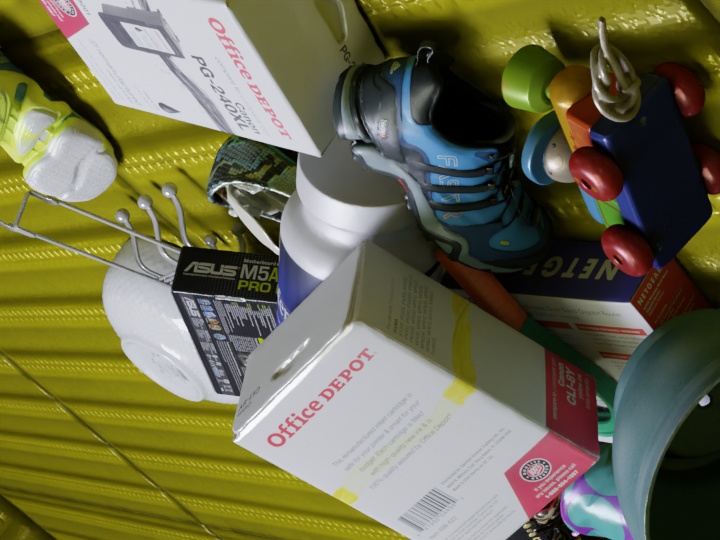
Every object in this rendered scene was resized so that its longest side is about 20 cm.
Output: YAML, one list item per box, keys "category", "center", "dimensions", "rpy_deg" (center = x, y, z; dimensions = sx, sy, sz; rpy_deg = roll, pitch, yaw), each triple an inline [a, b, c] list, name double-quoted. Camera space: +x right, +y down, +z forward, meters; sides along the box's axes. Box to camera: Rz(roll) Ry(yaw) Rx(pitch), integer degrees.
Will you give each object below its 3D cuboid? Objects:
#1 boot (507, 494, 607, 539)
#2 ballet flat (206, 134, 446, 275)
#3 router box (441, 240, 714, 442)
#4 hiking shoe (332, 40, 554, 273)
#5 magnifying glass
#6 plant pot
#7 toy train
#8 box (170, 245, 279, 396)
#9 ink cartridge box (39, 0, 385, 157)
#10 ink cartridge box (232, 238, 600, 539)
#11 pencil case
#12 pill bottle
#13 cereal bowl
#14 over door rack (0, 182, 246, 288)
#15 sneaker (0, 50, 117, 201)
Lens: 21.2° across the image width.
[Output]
- category: "boot"
  center: [0.176, 0.236, 1.704]
  dimensions: [0.199, 0.073, 0.151]
  rpy_deg: [29, 159, 29]
- category: "ballet flat"
  center: [-0.029, -0.029, 1.436]
  dimensions: [0.199, 0.074, 0.074]
  rpy_deg: [29, 159, 13]
- category: "router box"
  center: [0.176, 0.055, 1.338]
  dimensions: [0.199, 0.049, 0.180]
  rpy_deg: [5, 144, 52]
- category: "hiking shoe"
  center: [0.070, -0.063, 1.211]
  dimensions: [0.086, 0.075, 0.200]
  rpy_deg: [-15, 141, 39]
- category: "magnifying glass"
  center: [0.117, 0.048, 1.318]
  dimensions: [0.079, 0.022, 0.200]
  rpy_deg: [4, 146, 52]
- category: "plant pot"
  center: [0.237, 0.102, 1.191]
  dimensions: [0.200, 0.200, 0.134]
  rpy_deg: [47, -178, -30]
- category: "toy train"
  center: [0.123, -0.095, 1.067]
  dimensions: [0.115, 0.085, 0.200]
  rpy_deg: [34, 164, 40]
- category: "box"
  center: [-0.062, 0.053, 1.622]
  dimensions: [0.159, 0.045, 0.200]
  rpy_deg: [5, 152, 11]
- category: "ink cartridge box"
  center: [-0.103, -0.164, 1.231]
  dimensions: [0.199, 0.084, 0.146]
  rpy_deg: [17, 153, 39]
- category: "ink cartridge box"
  center: [0.037, 0.091, 1.272]
  dimensions: [0.199, 0.084, 0.145]
  rpy_deg: [31, 127, -20]
- category: "pencil case"
  center: [0.255, 0.198, 1.477]
  dimensions: [0.199, 0.085, 0.093]
  rpy_deg: [22, 128, 31]
- category: "pill bottle"
  center: [0.000, 0.000, 1.330]
  dimensions: [0.115, 0.116, 0.201]
  rpy_deg: [25, 136, 22]
- category: "cereal bowl"
  center: [-0.166, 0.062, 1.820]
  dimensions: [0.199, 0.084, 0.200]
  rpy_deg: [30, 158, 13]
- category: "over door rack"
  center: [-0.212, -0.037, 1.636]
  dimensions: [0.198, 0.067, 0.148]
  rpy_deg: [10, 168, -22]
- category: "sneaker"
  center: [-0.281, -0.136, 1.609]
  dimensions: [0.200, 0.076, 0.105]
  rpy_deg: [40, -164, -53]
